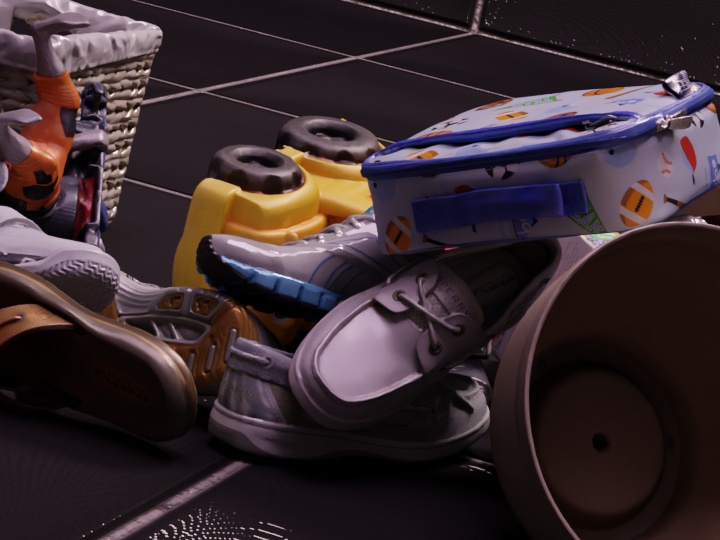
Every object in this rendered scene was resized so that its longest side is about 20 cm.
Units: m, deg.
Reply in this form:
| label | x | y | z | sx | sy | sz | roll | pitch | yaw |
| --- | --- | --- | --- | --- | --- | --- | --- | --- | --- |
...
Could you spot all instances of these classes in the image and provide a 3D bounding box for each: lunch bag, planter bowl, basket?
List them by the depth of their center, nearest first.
| label | x | y | z | sx | sy | sz | roll | pitch | yaw |
| --- | --- | --- | --- | --- | --- | --- | --- | --- | --- |
| planter bowl | 0.151 | 0.085 | 1.437 | 0.199 | 0.202 | 0.135 | 7 | -13 | -20 |
| lunch bag | 0.109 | -0.059 | 1.545 | 0.199 | 0.076 | 0.160 | -8 | 9 | 33 |
| basket | -0.279 | -0.120 | 1.949 | 0.197 | 0.162 | 0.200 | 16 | 12 | 17 |

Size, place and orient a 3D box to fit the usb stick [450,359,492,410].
| label | x | y | z | sx | sy | sz | roll | pitch | yaw |
| --- | --- | --- | --- | --- | --- | --- | --- | --- | --- |
| usb stick | 0.054 | 0.060 | 1.765 | 0.055 | 0.033 | 0.200 | 9 | 13 | -5 |

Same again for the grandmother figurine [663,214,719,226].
| label | x | y | z | sx | sy | sz | roll | pitch | yaw |
| --- | --- | --- | --- | --- | --- | --- | --- | --- | --- |
| grandmother figurine | 0.198 | -0.008 | 1.594 | 0.061 | 0.121 | 0.200 | 48 | 10 | 11 |

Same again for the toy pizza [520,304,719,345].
| label | x | y | z | sx | sy | sz | roll | pitch | yaw |
| --- | --- | --- | --- | --- | --- | --- | --- | --- | --- |
| toy pizza | 0.192 | 0.048 | 1.582 | 0.199 | 0.032 | 0.200 | 6 | -9 | 1 |

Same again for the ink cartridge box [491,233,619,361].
| label | x | y | z | sx | sy | sz | roll | pitch | yaw |
| --- | --- | --- | --- | --- | --- | --- | --- | --- | --- |
| ink cartridge box | 0.126 | 0.013 | 1.765 | 0.050 | 0.110 | 0.200 | 5 | 27 | -39 |

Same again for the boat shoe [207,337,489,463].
| label | x | y | z | sx | sy | sz | roll | pitch | yaw |
| --- | --- | --- | --- | --- | --- | --- | --- | --- | --- |
| boat shoe | 0.000 | 0.072 | 1.582 | 0.201 | 0.065 | 0.074 | 2 | 16 | -38 |

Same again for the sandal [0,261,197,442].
| label | x | y | z | sx | sy | sz | roll | pitch | yaw |
| --- | --- | --- | --- | --- | --- | --- | --- | --- | --- |
| sandal | -0.183 | 0.051 | 1.515 | 0.199 | 0.081 | 0.054 | 22 | 39 | 26 |

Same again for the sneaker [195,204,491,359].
| label | x | y | z | sx | sy | sz | roll | pitch | yaw |
| --- | --- | --- | --- | --- | --- | --- | --- | --- | --- |
| sneaker | -0.006 | -0.007 | 1.616 | 0.199 | 0.087 | 0.075 | 14 | -7 | -28 |

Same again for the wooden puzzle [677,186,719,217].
| label | x | y | z | sx | sy | sz | roll | pitch | yaw |
| --- | --- | --- | --- | --- | --- | --- | --- | --- | --- |
| wooden puzzle | 0.206 | 0.002 | 1.817 | 0.199 | 0.186 | 0.037 | 15 | 30 | 8 |

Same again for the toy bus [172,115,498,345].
| label | x | y | z | sx | sy | sz | roll | pitch | yaw |
| --- | --- | --- | --- | --- | --- | --- | --- | --- | --- |
| toy bus | 0.000 | 0.000 | 1.725 | 0.191 | 0.137 | 0.200 | 22 | 24 | 25 |

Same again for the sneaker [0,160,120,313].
| label | x | y | z | sx | sy | sz | roll | pitch | yaw |
| --- | --- | --- | --- | --- | --- | --- | --- | --- | --- |
| sneaker | -0.225 | -0.031 | 1.610 | 0.199 | 0.116 | 0.075 | 0 | -26 | 27 |

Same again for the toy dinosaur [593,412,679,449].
| label | x | y | z | sx | sy | sz | roll | pitch | yaw |
| --- | --- | --- | --- | --- | --- | --- | --- | --- | --- |
| toy dinosaur | 0.136 | 0.100 | 1.619 | 0.102 | 0.077 | 0.200 | 28 | -2 | -11 |

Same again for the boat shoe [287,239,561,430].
| label | x | y | z | sx | sy | sz | roll | pitch | yaw |
| --- | --- | --- | --- | --- | --- | --- | --- | --- | --- |
| boat shoe | 0.040 | 0.024 | 1.544 | 0.200 | 0.069 | 0.071 | -33 | 84 | -39 |

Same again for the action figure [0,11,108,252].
| label | x | y | z | sx | sy | sz | roll | pitch | yaw |
| --- | --- | --- | --- | --- | --- | --- | --- | --- | --- |
| action figure | -0.216 | -0.077 | 1.770 | 0.104 | 0.194 | 0.201 | 4 | 42 | -5 |

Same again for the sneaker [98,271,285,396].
| label | x | y | z | sx | sy | sz | roll | pitch | yaw |
| --- | --- | --- | --- | --- | --- | --- | --- | --- | --- |
| sneaker | -0.135 | 0.040 | 1.628 | 0.199 | 0.076 | 0.088 | 18 | -7 | 29 |
